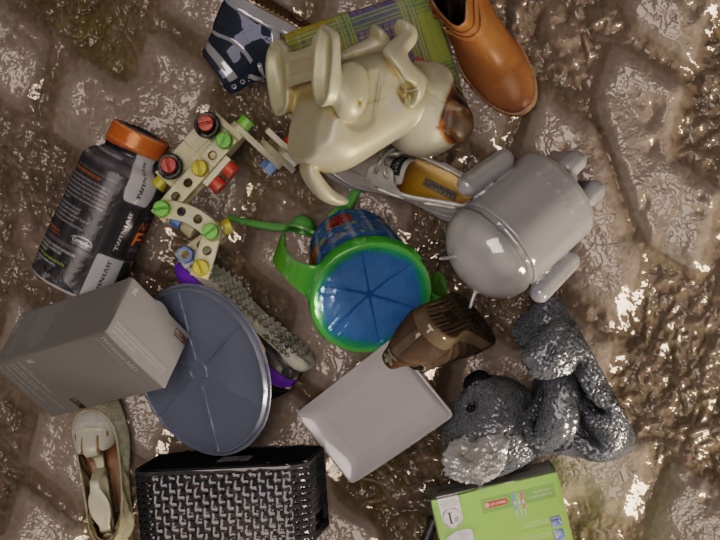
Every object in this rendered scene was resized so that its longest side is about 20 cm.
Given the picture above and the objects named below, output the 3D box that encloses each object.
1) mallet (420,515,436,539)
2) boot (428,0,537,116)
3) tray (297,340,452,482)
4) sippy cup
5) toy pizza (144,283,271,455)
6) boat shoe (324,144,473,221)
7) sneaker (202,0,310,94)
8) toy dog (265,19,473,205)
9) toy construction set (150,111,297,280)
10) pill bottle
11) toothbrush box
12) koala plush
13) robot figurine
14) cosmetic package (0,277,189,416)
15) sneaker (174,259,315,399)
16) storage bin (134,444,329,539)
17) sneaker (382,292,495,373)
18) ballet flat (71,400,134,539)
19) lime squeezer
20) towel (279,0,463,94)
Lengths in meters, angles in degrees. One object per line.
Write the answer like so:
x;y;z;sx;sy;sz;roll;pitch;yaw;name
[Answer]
0.049;0.378;1.724;0.041;0.066;0.201;20;95;6;mallet
0.127;-0.261;1.639;0.076;0.155;0.201;-23;89;9;boot
0.017;0.157;1.696;0.108;0.022;0.200;50;133;1;tray
0.000;0.000;1.672;0.139;0.131;0.178;-35;119;8;sippy cup
-0.174;0.110;1.711;0.199;0.032;0.201;11;109;34;toy pizza
0.040;-0.112;1.689;0.199;0.070;0.071;25;78;2;boat shoe
-0.085;-0.229;1.720;0.199;0.070;0.109;32;107;-2;sneaker
0.025;-0.171;1.592;0.199;0.139;0.195;-3;81;-32;toy dog
-0.155;-0.098;1.698;0.131;0.092;0.200;42;76;7;toy construction set
-0.291;-0.070;1.739;0.106;0.106;0.201;26;97;7;pill bottle
0.168;0.328;1.686;0.145;0.086;0.201;-14;90;2;toothbrush box
0.176;0.160;1.646;0.199;0.177;0.184;-29;98;5;koala plush
0.172;-0.049;1.644;0.200;0.113;0.170;-41;103;-15;robot figurine
-0.302;0.088;1.701;0.199;0.090;0.107;-16;129;41;cosmetic package
-0.155;0.074;1.743;0.200;0.070;0.100;43;104;7;sneaker
-0.143;0.256;1.713;0.199;0.135;0.094;-5;92;9;storage bin
0.080;0.070;1.623;0.075;0.200;0.071;-38;73;17;sneaker
-0.302;0.226;1.775;0.067;0.062;0.201;-11;90;9;ballet flat
-0.055;-0.068;1.737;0.199;0.038;0.071;-21;89;10;lime squeezer
0.010;-0.218;1.673;0.199;0.023;0.144;-24;101;-21;towel
